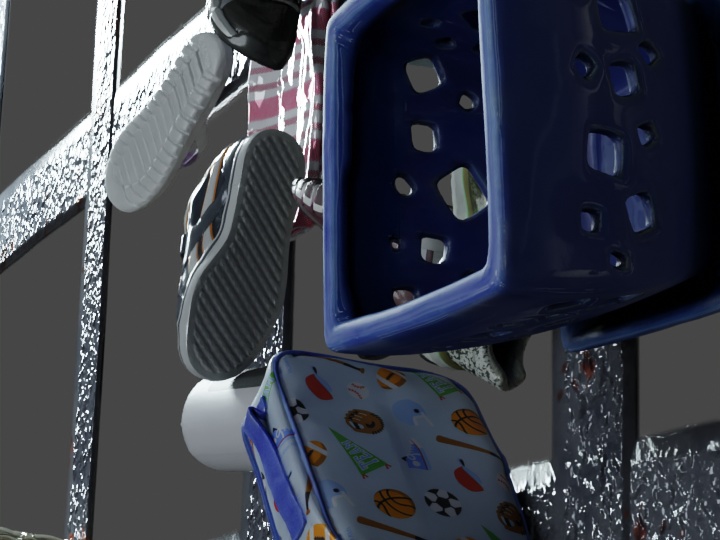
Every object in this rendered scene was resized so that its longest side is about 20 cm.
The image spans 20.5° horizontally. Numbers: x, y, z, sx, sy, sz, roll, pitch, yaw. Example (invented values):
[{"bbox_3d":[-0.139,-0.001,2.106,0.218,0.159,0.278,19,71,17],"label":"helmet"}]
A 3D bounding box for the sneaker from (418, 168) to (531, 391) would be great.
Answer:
[{"bbox_3d":[0.098,-0.016,1.191,0.089,0.077,0.201,39,124,48],"label":"sneaker"}]

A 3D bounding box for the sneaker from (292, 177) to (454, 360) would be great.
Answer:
[{"bbox_3d":[0.000,0.000,1.383,0.200,0.075,0.116,-157,74,-65],"label":"sneaker"}]

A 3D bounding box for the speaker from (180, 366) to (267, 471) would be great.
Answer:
[{"bbox_3d":[-0.065,0.111,1.483,0.200,0.081,0.082,168,109,-65],"label":"speaker"}]

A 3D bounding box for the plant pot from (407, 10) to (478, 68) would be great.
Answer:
[{"bbox_3d":[0.097,-0.197,1.158,0.200,0.141,0.142,133,139,-63],"label":"plant pot"}]

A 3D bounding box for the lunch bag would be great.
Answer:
[{"bbox_3d":[0.010,0.132,1.212,0.076,0.160,0.200,-67,29,30],"label":"lunch bag"}]

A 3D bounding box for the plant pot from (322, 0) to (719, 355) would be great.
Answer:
[{"bbox_3d":[0.099,-0.059,1.044,0.200,0.179,0.201,154,119,-63],"label":"plant pot"}]

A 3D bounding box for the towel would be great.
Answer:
[{"bbox_3d":[-0.061,-0.121,1.607,0.146,0.030,0.201,-16,68,63],"label":"towel"}]

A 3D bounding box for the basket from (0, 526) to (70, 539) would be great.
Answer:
[{"bbox_3d":[-0.249,0.306,1.694,0.136,0.199,0.124,33,108,64],"label":"basket"}]

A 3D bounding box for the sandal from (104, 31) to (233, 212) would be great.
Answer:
[{"bbox_3d":[-0.166,-0.128,1.828,0.203,0.050,0.083,-51,52,29],"label":"sandal"}]

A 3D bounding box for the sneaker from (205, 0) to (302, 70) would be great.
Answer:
[{"bbox_3d":[-0.065,-0.247,1.572,0.116,0.075,0.200,-55,23,24],"label":"sneaker"}]

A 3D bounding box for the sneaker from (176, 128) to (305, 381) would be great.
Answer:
[{"bbox_3d":[-0.099,-0.008,1.530,0.079,0.078,0.201,-11,58,59],"label":"sneaker"}]
